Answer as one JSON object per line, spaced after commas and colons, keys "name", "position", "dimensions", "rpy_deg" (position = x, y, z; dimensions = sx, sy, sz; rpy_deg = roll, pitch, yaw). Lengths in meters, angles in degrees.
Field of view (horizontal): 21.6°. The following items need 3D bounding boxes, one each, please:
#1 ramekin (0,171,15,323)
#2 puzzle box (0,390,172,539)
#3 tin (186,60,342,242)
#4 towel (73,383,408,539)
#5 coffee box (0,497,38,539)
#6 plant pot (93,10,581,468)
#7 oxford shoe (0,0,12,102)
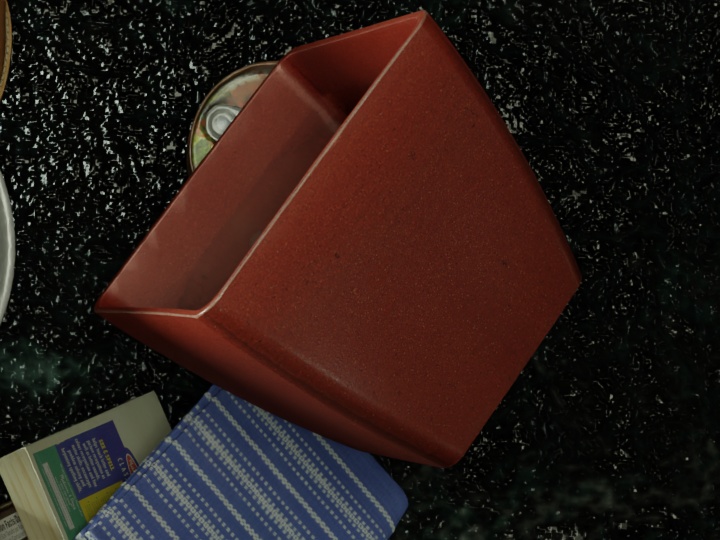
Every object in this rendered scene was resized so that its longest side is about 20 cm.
{"name": "ramekin", "position": [-0.299, -0.012, 1.031], "dimensions": [0.199, 0.104, 0.203], "rpy_deg": [6, 81, -42]}
{"name": "puzzle box", "position": [-0.123, 0.178, 1.078], "dimensions": [0.025, 0.133, 0.202], "rpy_deg": [-24, 88, 29]}
{"name": "tin", "position": [-0.014, -0.049, 1.164], "dimensions": [0.199, 0.042, 0.113], "rpy_deg": [27, 75, -9]}
{"name": "towel", "position": [-0.062, 0.144, 1.092], "dimensions": [0.145, 0.024, 0.200], "rpy_deg": [48, 44, -6]}
{"name": "coffee box", "position": [-0.198, 0.239, 1.048], "dimensions": [0.114, 0.080, 0.202], "rpy_deg": [-25, 89, 20]}
{"name": "plant pot", "position": [0.000, 0.000, 1.052], "dimensions": [0.176, 0.200, 0.200], "rpy_deg": [42, 74, -19]}
{"name": "oxford shoe", "position": [-0.242, -0.184, 1.113], "dimensions": [0.071, 0.071, 0.202], "rpy_deg": [-3, 86, -14]}
